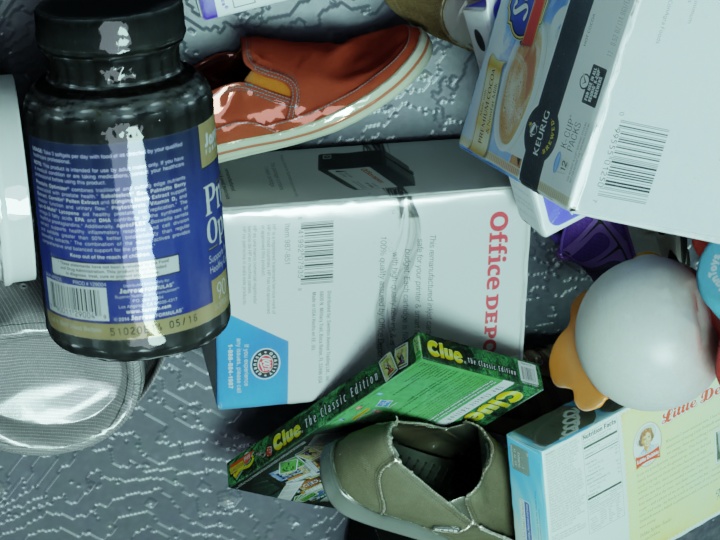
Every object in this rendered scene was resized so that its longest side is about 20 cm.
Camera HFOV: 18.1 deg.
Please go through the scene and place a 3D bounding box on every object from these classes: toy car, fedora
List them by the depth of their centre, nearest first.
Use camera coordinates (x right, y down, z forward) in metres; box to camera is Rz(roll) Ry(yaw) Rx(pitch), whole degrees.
[{"bbox_3d":[0.201,0.016,1.388,0.199,0.177,0.184,-16,146,26],"label":"toy car"},{"bbox_3d":[-0.214,0.053,1.414,0.199,0.090,0.177,12,114,-19],"label":"fedora"}]

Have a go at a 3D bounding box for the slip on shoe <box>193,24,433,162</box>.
[{"bbox_3d":[-0.053,-0.115,1.377,0.199,0.074,0.061,-16,117,1],"label":"slip on shoe"}]

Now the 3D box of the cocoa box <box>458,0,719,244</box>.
[{"bbox_3d":[0.163,-0.133,1.251,0.133,0.131,0.201,9,105,-31],"label":"cocoa box"}]

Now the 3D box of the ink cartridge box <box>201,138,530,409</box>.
[{"bbox_3d":[0.000,0.000,1.440,0.199,0.084,0.146,-4,119,-11],"label":"ink cartridge box"}]

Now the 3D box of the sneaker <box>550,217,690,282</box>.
[{"bbox_3d":[0.169,-0.016,1.492,0.083,0.081,0.200,-3,128,22],"label":"sneaker"}]

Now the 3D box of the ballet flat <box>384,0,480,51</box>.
[{"bbox_3d":[0.108,-0.147,1.394,0.199,0.072,0.068,21,114,-22],"label":"ballet flat"}]

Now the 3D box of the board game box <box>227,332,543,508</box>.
[{"bbox_3d":[0.013,0.101,1.455,0.105,0.024,0.200,18,141,-36],"label":"board game box"}]

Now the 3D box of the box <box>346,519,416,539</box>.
[{"bbox_3d":[0.098,0.230,1.550,0.199,0.149,0.125,1,116,-14],"label":"box"}]

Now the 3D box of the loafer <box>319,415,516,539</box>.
[{"bbox_3d":[0.071,0.141,1.442,0.199,0.075,0.070,15,143,-32],"label":"loafer"}]

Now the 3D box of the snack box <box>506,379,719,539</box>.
[{"bbox_3d":[0.183,0.124,1.468,0.200,0.037,0.117,-23,119,-33],"label":"snack box"}]

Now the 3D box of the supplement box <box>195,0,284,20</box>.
[{"bbox_3d":[-0.014,-0.230,1.303,0.199,0.101,0.104,-15,121,-5],"label":"supplement box"}]

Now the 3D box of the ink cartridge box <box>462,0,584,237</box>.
[{"bbox_3d":[0.161,-0.150,1.349,0.198,0.043,0.201,-27,121,-18],"label":"ink cartridge box"}]

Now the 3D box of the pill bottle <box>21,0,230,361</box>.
[{"bbox_3d":[-0.137,-0.058,1.307,0.111,0.112,0.201,-7,110,-10],"label":"pill bottle"}]

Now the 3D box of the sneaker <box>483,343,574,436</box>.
[{"bbox_3d":[0.111,0.077,1.531,0.199,0.070,0.076,19,87,-20],"label":"sneaker"}]

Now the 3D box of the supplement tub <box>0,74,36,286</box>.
[{"bbox_3d":[-0.295,-0.044,1.311,0.199,0.145,0.145,-7,119,-10],"label":"supplement tub"}]
